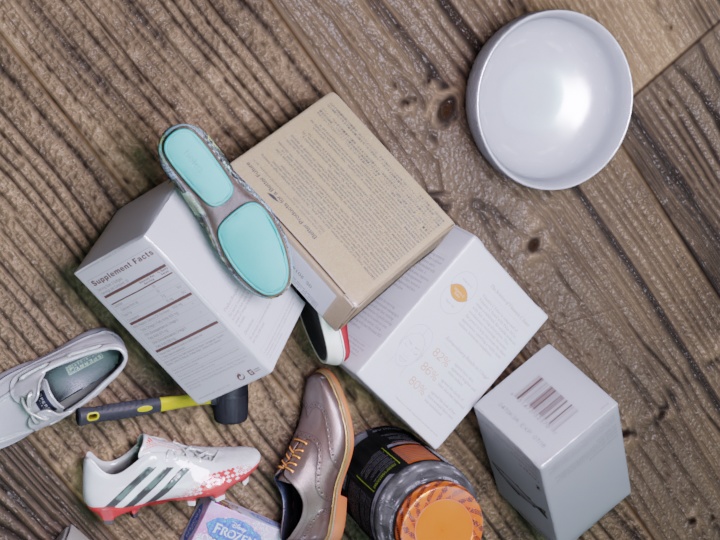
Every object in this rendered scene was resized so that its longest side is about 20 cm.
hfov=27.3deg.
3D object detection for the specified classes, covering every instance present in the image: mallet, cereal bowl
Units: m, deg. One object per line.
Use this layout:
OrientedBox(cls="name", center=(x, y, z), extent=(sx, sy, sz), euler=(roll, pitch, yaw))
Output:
OrientedBox(cls="mallet", center=(-0.210, 0.134, 1.605), extent=(0.199, 0.041, 0.066), euler=(2, 99, -32))
OrientedBox(cls="cereal bowl", center=(0.205, -0.195, 1.687), extent=(0.199, 0.083, 0.202), euler=(-4, 101, -19))

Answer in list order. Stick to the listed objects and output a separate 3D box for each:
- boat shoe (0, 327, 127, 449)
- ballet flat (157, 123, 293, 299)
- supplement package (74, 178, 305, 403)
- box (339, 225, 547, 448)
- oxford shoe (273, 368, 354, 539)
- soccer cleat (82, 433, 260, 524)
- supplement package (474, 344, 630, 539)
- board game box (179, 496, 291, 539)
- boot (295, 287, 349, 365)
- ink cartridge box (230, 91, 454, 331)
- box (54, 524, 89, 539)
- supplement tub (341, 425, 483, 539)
OrientedBox(cls="boat shoe", center=(-0.335, 0.128, 1.563), extent=(0.200, 0.065, 0.074), euler=(-37, 110, -10))
OrientedBox(cls="ballet flat", center=(-0.134, -0.062, 1.499), extent=(0.074, 0.074, 0.201), euler=(-33, 99, -11))
OrientedBox(cls="supplement package", center=(-0.175, 0.019, 1.551), extent=(0.200, 0.117, 0.117), euler=(50, 38, -20))
OrientedBox(cls="box", center=(0.082, 0.067, 1.667), extent=(0.200, 0.106, 0.152), euler=(-49, 121, -6))
OrientedBox(cls="oxford shoe", center=(-0.055, 0.211, 1.661), extent=(0.073, 0.071, 0.202), euler=(1, 89, -35))
OrientedBox(cls="soccer cleat", center=(-0.207, 0.214, 1.625), extent=(0.199, 0.069, 0.086), euler=(-13, 108, -12))
OrientedBox(cls="supplement package", center=(0.222, 0.205, 1.693), extent=(0.117, 0.117, 0.200), euler=(-38, 142, -14))
OrientedBox(cls="board game box", center=(-0.134, 0.381, 1.694), extent=(0.199, 0.041, 0.200), euler=(26, 90, -21))
OrientedBox(cls="boot", center=(0.000, 0.000, 1.628), extent=(0.143, 0.072, 0.201), euler=(-5, 74, -21))
OrientedBox(cls="ink cartridge box", center=(-0.028, -0.064, 1.567), extent=(0.165, 0.075, 0.200), euler=(-38, 83, -30))
OrientedBox(cls="box", center=(-0.280, 0.391, 1.581), extent=(0.200, 0.109, 0.128), euler=(42, 88, -7))
OrientedBox(cls="supplement tub", center=(0.054, 0.255, 1.653), extent=(0.122, 0.200, 0.123), euler=(-4, 102, -18))
